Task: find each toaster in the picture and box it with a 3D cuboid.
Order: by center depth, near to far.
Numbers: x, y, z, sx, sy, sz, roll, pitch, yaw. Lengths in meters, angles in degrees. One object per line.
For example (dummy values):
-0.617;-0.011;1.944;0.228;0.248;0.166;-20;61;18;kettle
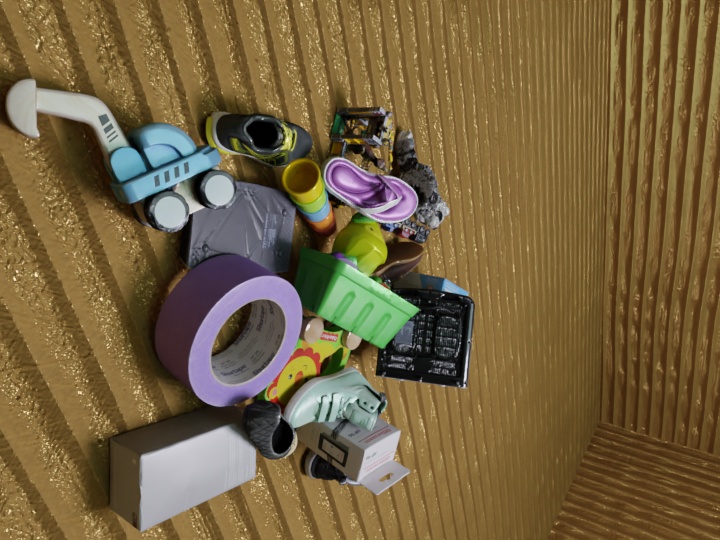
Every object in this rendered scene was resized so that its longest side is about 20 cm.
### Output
0.127;0.121;1.087;0.119;0.179;0.202;34;62;-81;toaster

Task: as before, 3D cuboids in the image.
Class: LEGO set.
0.019;-0.203;1.006;0.154;0.115;0.202;34;72;-51;LEGO set

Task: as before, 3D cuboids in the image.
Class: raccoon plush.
0.140;-0.189;1.186;0.134;0.096;0.202;14;77;-62;raccoon plush

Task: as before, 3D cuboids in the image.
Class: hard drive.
-0.181;-0.064;0.833;0.199;0.042;0.137;1;97;-54;hard drive

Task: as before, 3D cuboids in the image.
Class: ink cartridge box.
-0.009;0.310;1.015;0.115;0.199;0.069;-9;116;-52;ink cartridge box
0.137;0.119;1.233;0.125;0.128;0.202;27;76;-52;ink cartridge box

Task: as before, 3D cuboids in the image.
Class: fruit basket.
0.000;0.000;0.936;0.214;0.155;0.218;-10;108;-33;fruit basket

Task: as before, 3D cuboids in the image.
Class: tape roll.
-0.183;0.085;0.795;0.199;0.085;0.202;-30;133;-38;tape roll

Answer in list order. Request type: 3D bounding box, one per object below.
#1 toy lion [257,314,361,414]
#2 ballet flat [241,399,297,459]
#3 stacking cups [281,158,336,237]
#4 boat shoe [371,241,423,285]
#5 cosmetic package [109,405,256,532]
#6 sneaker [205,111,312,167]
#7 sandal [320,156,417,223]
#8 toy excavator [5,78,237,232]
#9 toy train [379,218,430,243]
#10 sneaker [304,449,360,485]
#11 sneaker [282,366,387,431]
-0.098;0.174;0.994;0.199;0.068;0.194;18;90;-54;toy lion
-0.127;0.251;0.845;0.201;0.056;0.067;73;27;-60;ballet flat
-0.073;-0.112;0.905;0.200;0.060;0.061;61;47;-72;stacking cups
0.055;-0.003;1.149;0.199;0.070;0.071;-23;131;-39;boat shoe
-0.246;0.269;0.790;0.199;0.090;0.108;-2;99;-50;cosmetic package
-0.133;-0.193;0.831;0.199;0.084;0.075;-10;107;-52;sneaker
0.022;-0.128;0.925;0.201;0.050;0.083;14;93;-33;sandal
-0.269;-0.139;0.642;0.194;0.100;0.202;-30;113;-26;toy excavator
0.094;-0.093;1.209;0.199;0.034;0.046;18;95;-54;toy train
-0.010;0.363;1.105;0.199;0.113;0.076;-24;117;-49;sneaker
-0.036;0.243;0.972;0.199;0.118;0.074;-18;132;-46;sneaker
